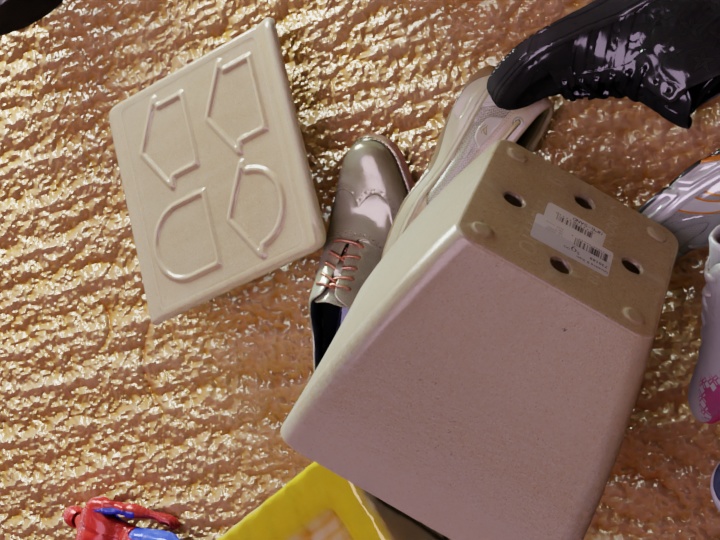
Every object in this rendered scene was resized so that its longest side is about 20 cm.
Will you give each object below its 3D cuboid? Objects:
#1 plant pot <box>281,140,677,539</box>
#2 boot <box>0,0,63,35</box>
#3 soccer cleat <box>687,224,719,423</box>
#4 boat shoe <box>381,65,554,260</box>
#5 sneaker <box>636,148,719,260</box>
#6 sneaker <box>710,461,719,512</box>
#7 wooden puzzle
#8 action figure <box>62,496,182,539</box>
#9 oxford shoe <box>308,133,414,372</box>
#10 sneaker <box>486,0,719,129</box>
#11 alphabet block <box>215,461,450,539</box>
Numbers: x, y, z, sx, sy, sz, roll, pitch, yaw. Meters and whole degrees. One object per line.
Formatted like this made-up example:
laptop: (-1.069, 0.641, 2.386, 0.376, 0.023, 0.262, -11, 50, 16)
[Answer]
plant pot: (0.096, 0.041, 1.087, 0.199, 0.200, 0.178, 29, 123, 1)
boot: (-0.307, -0.320, 1.424, 0.188, 0.068, 0.201, -43, 73, 28)
soccer cleat: (0.248, 0.015, 1.092, 0.086, 0.070, 0.201, 28, 131, 0)
boat shoe: (0.075, -0.044, 1.222, 0.065, 0.072, 0.201, 32, 105, 26)
sneaker: (0.255, -0.041, 1.112, 0.200, 0.076, 0.092, -42, 81, 31)
sneaker: (0.311, 0.133, 1.049, 0.201, 0.146, 0.077, 16, 67, 24)
wooden puzzle: (-0.109, -0.074, 1.332, 0.199, 0.046, 0.187, -25, 71, 36)
action figure: (-0.178, 0.235, 1.420, 0.199, 0.051, 0.066, 18, 99, 34)
oxford shoe: (0.000, 0.000, 1.268, 0.070, 0.074, 0.202, 5, 98, 31)
sneaker: (0.189, -0.135, 1.133, 0.199, 0.060, 0.105, -31, 74, 12)
alphabet block: (0.018, 0.235, 1.211, 0.196, 0.199, 0.196, -42, 74, 28)
